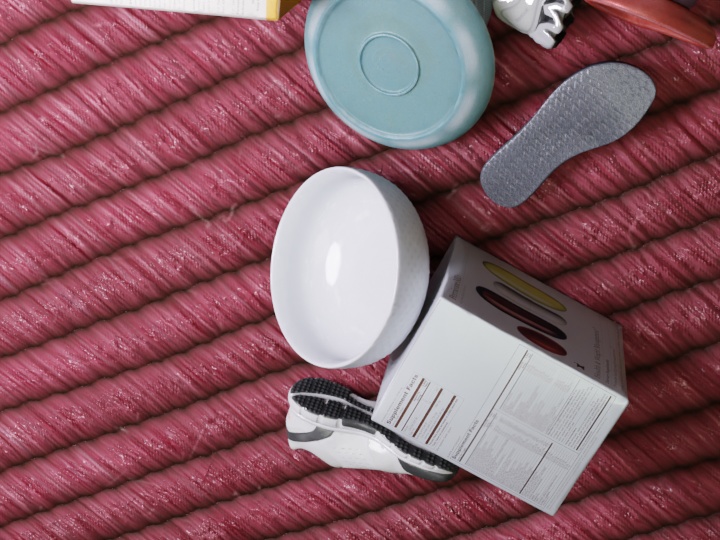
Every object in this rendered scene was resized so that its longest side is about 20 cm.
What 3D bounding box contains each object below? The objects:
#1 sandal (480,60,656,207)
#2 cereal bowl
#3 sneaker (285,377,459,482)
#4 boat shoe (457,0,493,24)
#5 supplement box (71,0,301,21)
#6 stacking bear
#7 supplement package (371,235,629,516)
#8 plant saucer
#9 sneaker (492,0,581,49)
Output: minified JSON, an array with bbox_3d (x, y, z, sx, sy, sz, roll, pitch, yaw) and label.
[{"bbox_3d":[0.199,-0.140,1.297,0.200,0.043,0.076,-35,94,28],"label":"sandal"},{"bbox_3d":[0.000,0.000,1.319,0.083,0.200,0.201,7,119,-41],"label":"cereal bowl"},{"bbox_3d":[0.011,0.184,1.432,0.199,0.074,0.080,22,126,6],"label":"sneaker"},{"bbox_3d":[0.087,-0.317,1.240,0.067,0.073,0.201,18,119,35],"label":"boat shoe"},{"bbox_3d":[-0.160,-0.290,1.250,0.199,0.126,0.074,6,111,6],"label":"supplement box"},{"bbox_3d":[0.286,-0.318,1.178,0.113,0.121,0.201,12,104,-42],"label":"stacking bear"},{"bbox_3d":[0.140,0.097,1.306,0.199,0.191,0.148,28,111,-2],"label":"supplement package"},{"bbox_3d":[0.031,-0.201,1.268,0.199,0.027,0.201,14,127,19],"label":"plant saucer"},{"bbox_3d":[0.185,-0.310,1.220,0.081,0.075,0.201,26,110,11],"label":"sneaker"}]
